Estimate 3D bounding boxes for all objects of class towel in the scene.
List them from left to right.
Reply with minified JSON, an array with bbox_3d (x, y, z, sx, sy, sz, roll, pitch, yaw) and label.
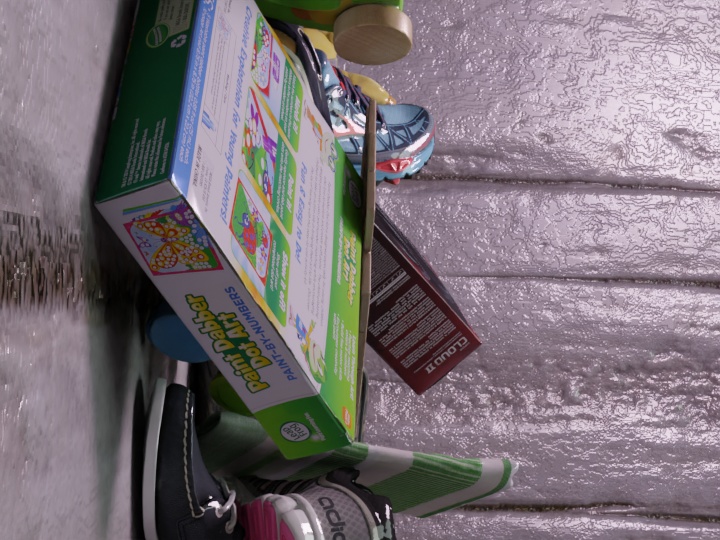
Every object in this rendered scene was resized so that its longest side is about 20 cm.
[{"bbox_3d":[-0.015,0.126,0.954,0.153,0.199,0.024,143,-42,-64],"label":"towel"}]

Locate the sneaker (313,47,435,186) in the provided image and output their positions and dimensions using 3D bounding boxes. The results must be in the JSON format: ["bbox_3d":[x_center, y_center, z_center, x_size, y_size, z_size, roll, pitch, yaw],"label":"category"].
[{"bbox_3d":[-0.019,-0.111,1.060,0.079,0.199,0.096,30,-58,43],"label":"sneaker"}]

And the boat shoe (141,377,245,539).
[{"bbox_3d":[-0.098,0.155,0.868,0.076,0.060,0.201,-91,-177,-62],"label":"boat shoe"}]

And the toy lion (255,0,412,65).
[{"bbox_3d":[-0.029,-0.195,0.767,0.200,0.191,0.069,139,-43,-59],"label":"toy lion"}]

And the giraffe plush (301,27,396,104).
[{"bbox_3d":[-0.065,-0.176,1.497,0.163,0.172,0.201,-107,-148,-46],"label":"giraffe plush"}]

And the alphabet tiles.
[{"bbox_3d":[0.000,0.000,0.932,0.201,0.006,0.167,95,-3,-46],"label":"alphabet tiles"}]

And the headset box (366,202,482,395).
[{"bbox_3d":[0.011,0.001,1.248,0.200,0.077,0.149,46,8,-34],"label":"headset box"}]

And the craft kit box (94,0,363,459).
[{"bbox_3d":[-0.056,-0.041,0.756,0.198,0.048,0.201,55,25,-39],"label":"craft kit box"}]

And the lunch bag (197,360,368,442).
[{"bbox_3d":[-0.078,0.100,1.266,0.168,0.139,0.201,-117,-155,-50],"label":"lunch bag"}]

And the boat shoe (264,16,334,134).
[{"bbox_3d":[-0.046,-0.072,0.916,0.062,0.074,0.201,-76,163,-45],"label":"boat shoe"}]

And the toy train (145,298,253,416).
[{"bbox_3d":[-0.059,0.043,0.911,0.200,0.084,0.116,57,36,-40],"label":"toy train"}]

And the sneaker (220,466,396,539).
[{"bbox_3d":[-0.034,0.160,0.907,0.200,0.087,0.074,160,-76,-70],"label":"sneaker"}]
